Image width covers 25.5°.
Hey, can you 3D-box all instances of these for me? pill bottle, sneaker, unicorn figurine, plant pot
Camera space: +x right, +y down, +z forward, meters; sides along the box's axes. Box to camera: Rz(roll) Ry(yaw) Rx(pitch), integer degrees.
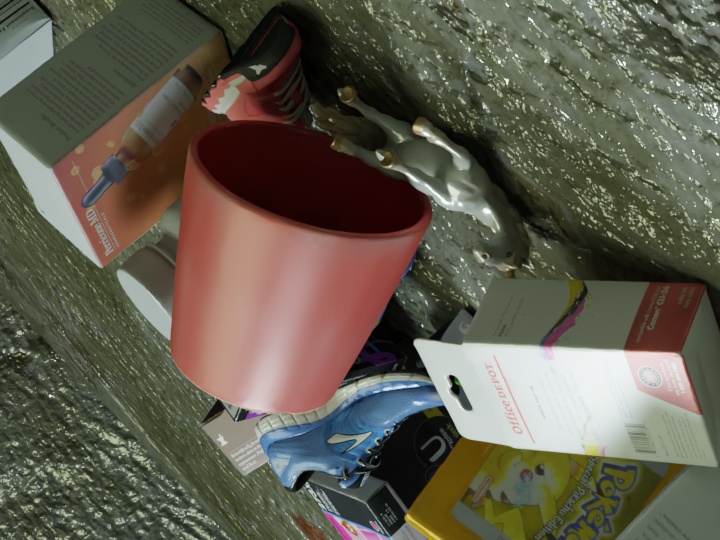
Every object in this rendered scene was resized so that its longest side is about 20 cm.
[{"bbox_3d":[-0.115,-0.031,1.426,0.114,0.200,0.115,42,162,18],"label":"pill bottle"},{"bbox_3d":[-0.067,-0.154,1.308,0.087,0.074,0.200,37,168,-9],"label":"sneaker"},{"bbox_3d":[0.054,-0.068,1.164,0.137,0.074,0.200,32,-162,-44],"label":"unicorn figurine"},{"bbox_3d":[0.005,0.144,1.419,0.078,0.199,0.090,0,-112,-63],"label":"sneaker"},{"bbox_3d":[-0.062,0.002,1.254,0.200,0.200,0.178,37,119,33],"label":"plant pot"}]

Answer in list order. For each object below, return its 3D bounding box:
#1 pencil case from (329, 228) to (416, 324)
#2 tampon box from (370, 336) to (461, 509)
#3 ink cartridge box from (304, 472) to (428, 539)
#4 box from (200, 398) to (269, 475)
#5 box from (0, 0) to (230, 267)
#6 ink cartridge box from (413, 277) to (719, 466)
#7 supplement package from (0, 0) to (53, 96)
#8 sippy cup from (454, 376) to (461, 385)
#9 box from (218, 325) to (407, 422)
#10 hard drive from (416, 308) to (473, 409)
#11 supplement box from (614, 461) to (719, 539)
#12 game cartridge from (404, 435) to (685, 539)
[{"bbox_3d":[0.000,0.000,1.423,0.200,0.086,0.079,114,155,-70],"label":"pencil case"},{"bbox_3d":[0.015,0.167,1.645,0.150,0.126,0.200,51,161,-9],"label":"tampon box"},{"bbox_3d":[-0.004,0.236,1.575,0.095,0.037,0.200,55,162,-19],"label":"ink cartridge box"},{"bbox_3d":[-0.070,0.106,1.585,0.100,0.200,0.075,-33,101,31],"label":"box"},{"bbox_3d":[-0.214,-0.132,1.451,0.106,0.200,0.153,37,160,31],"label":"box"},{"bbox_3d":[0.149,0.067,1.100,0.199,0.068,0.117,2,136,32],"label":"ink cartridge box"},{"bbox_3d":[-0.474,-0.281,1.846,0.200,0.147,0.191,47,162,5],"label":"supplement package"},{"bbox_3d":[0.149,0.147,1.282,0.178,0.130,0.140,40,161,23],"label":"sippy cup"},{"bbox_3d":[-0.072,0.063,1.500,0.143,0.199,0.036,50,133,30],"label":"box"},{"bbox_3d":[0.133,0.131,1.429,0.200,0.042,0.135,48,162,3],"label":"hard drive"},{"bbox_3d":[0.228,0.207,1.103,0.101,0.200,0.103,45,162,12],"label":"supplement box"},{"bbox_3d":[0.163,0.176,1.196,0.200,0.177,0.032,35,171,15],"label":"game cartridge"}]
